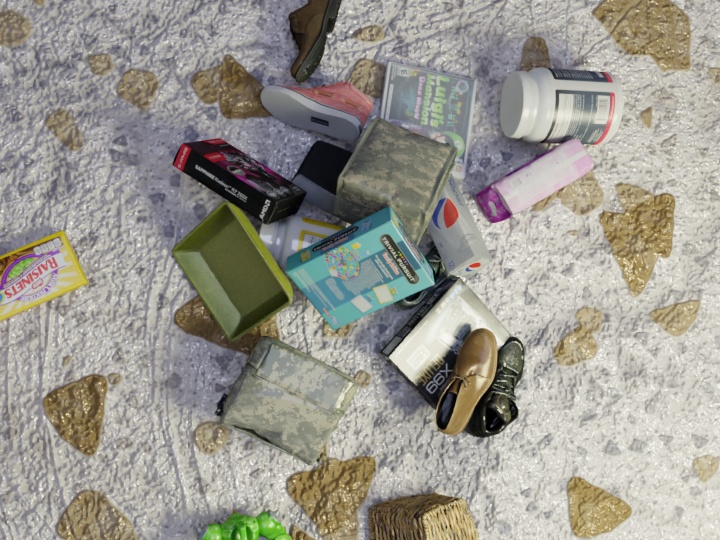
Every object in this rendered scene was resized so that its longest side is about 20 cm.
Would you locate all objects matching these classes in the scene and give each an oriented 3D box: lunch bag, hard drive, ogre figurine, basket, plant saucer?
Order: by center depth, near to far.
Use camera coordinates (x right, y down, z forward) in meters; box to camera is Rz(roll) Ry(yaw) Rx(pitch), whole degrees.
[{"bbox_3d":[-0.197,0.473,1.268,0.200,0.098,0.120,-5,97,0],"label":"ogre figurine"},{"bbox_3d":[-0.127,0.222,1.284,0.200,0.139,0.168,28,79,-6],"label":"lunch bag"},{"bbox_3d":[-0.211,0.000,1.289,0.048,0.200,0.200,-33,91,-48],"label":"plant saucer"},{"bbox_3d":[0.065,-0.165,1.295,0.164,0.118,0.200,22,56,7],"label":"lunch bag"},{"bbox_3d":[0.119,0.504,1.339,0.143,0.149,0.200,-5,84,-44],"label":"basket"},{"bbox_3d":[-0.017,-0.153,1.366,0.200,0.042,0.135,27,54,-3],"label":"hard drive"}]

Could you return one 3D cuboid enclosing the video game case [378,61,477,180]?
[{"bbox_3d":[0.125,-0.287,1.443,0.182,0.023,0.200,10,82,-10],"label":"video game case"}]

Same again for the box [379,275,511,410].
[{"bbox_3d":[0.157,0.135,1.375,0.200,0.050,0.158,-46,106,-12],"label":"box"}]

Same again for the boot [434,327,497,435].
[{"bbox_3d":[0.184,0.193,1.311,0.074,0.075,0.200,20,84,25],"label":"boot"}]

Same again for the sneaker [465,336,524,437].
[{"bbox_3d":[0.262,0.214,1.371,0.076,0.114,0.200,30,78,-8],"label":"sneaker"}]

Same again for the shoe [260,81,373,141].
[{"bbox_3d":[-0.078,-0.311,1.390,0.200,0.072,0.091,21,54,7],"label":"shoe"}]

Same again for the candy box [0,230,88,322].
[{"bbox_3d":[-0.580,0.017,1.280,0.200,0.026,0.102,-26,92,-12],"label":"candy box"}]

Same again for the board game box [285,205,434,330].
[{"bbox_3d":[0.000,0.000,1.259,0.200,0.047,0.151,-25,123,17],"label":"board game box"}]

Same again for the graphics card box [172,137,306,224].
[{"bbox_3d":[-0.205,-0.157,1.292,0.200,0.125,0.051,34,112,11],"label":"graphics card box"}]

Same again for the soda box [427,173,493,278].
[{"bbox_3d":[0.162,-0.088,1.360,0.068,0.063,0.200,12,50,-49],"label":"soda box"}]

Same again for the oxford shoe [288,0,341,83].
[{"bbox_3d":[-0.101,-0.434,1.393,0.084,0.073,0.200,18,66,-5],"label":"oxford shoe"}]

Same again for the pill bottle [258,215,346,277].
[{"bbox_3d":[-0.084,-0.034,1.333,0.200,0.111,0.111,14,82,-9],"label":"pill bottle"}]

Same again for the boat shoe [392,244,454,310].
[{"bbox_3d":[0.140,0.000,1.395,0.200,0.062,0.073,-41,91,-12],"label":"boat shoe"}]

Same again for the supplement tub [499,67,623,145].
[{"bbox_3d":[0.381,-0.312,1.432,0.200,0.140,0.141,1,84,-10],"label":"supplement tub"}]

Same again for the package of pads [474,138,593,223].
[{"bbox_3d":[0.326,-0.168,1.417,0.200,0.121,0.076,-30,90,-12],"label":"package of pads"}]
